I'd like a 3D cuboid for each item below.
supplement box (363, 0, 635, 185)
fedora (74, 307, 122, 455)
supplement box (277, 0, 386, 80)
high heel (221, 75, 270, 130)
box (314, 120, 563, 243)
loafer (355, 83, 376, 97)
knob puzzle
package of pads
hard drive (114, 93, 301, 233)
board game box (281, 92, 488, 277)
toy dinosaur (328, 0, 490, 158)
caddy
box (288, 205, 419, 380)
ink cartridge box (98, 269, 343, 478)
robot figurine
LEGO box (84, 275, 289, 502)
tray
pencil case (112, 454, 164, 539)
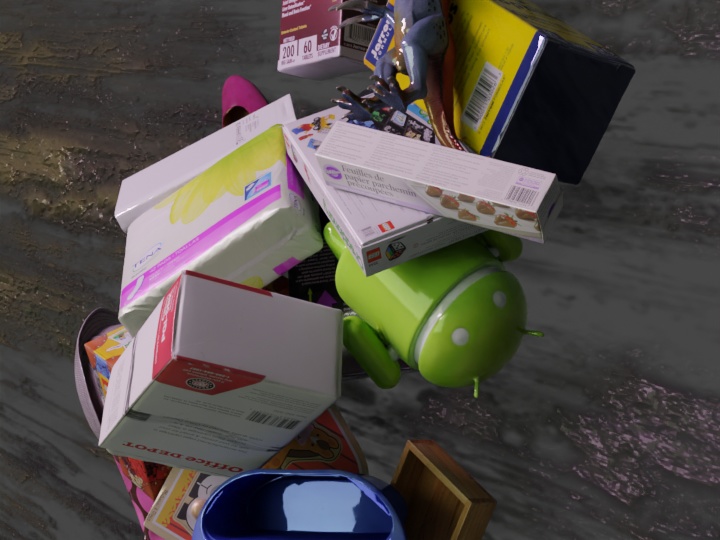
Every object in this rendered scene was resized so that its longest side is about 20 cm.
[{"bbox_3d":[0.110,-0.172,1.133,0.200,0.108,0.110,45,117,45],"label":"supplement box"},{"bbox_3d":[-0.230,0.116,1.499,0.089,0.200,0.178,-23,108,19],"label":"fedora"},{"bbox_3d":[-0.025,-0.300,1.361,0.108,0.060,0.203,-3,82,52],"label":"supplement box"},{"bbox_3d":[-0.137,-0.134,1.451,0.067,0.095,0.202,-48,51,36],"label":"high heel"},{"bbox_3d":[0.059,-0.070,1.048,0.198,0.039,0.042,16,59,28],"label":"box"},{"bbox_3d":[-0.025,-0.106,1.344,0.072,0.073,0.200,46,122,-1],"label":"loafer"},{"bbox_3d":[-0.075,0.208,1.267,0.030,0.217,0.223,173,102,-83],"label":"knob puzzle"},{"bbox_3d":[-0.129,-0.032,1.239,0.199,0.068,0.155,-32,32,16],"label":"package of pads"},{"bbox_3d":[-0.150,-0.110,1.366,0.198,0.027,0.132,-27,19,3],"label":"hard drive"},{"bbox_3d":[0.024,-0.083,1.137,0.201,0.125,0.035,-122,16,-49],"label":"board game box"},{"bbox_3d":[0.044,-0.198,1.096,0.182,0.199,0.105,-58,15,-26],"label":"toy dinosaur"},{"bbox_3d":[-0.047,0.242,1.171,0.197,0.105,0.143,-3,85,18],"label":"caddy"},{"bbox_3d":[0.000,0.000,1.266,0.141,0.036,0.203,-8,76,23],"label":"box"},{"bbox_3d":[-0.120,0.093,1.139,0.200,0.145,0.084,-45,36,51],"label":"ink cartridge box"},{"bbox_3d":[0.058,0.017,1.152,0.175,0.116,0.200,-43,64,-8],"label":"robot figurine"},{"bbox_3d":[-0.148,0.105,1.317,0.077,0.199,0.151,24,133,50],"label":"LEGO box"},{"bbox_3d":[0.047,0.264,1.215,0.099,0.037,0.202,40,115,46],"label":"tray"},{"bbox_3d":[-0.202,0.224,1.417,0.091,0.092,0.202,-77,-26,-63],"label":"pencil case"}]
